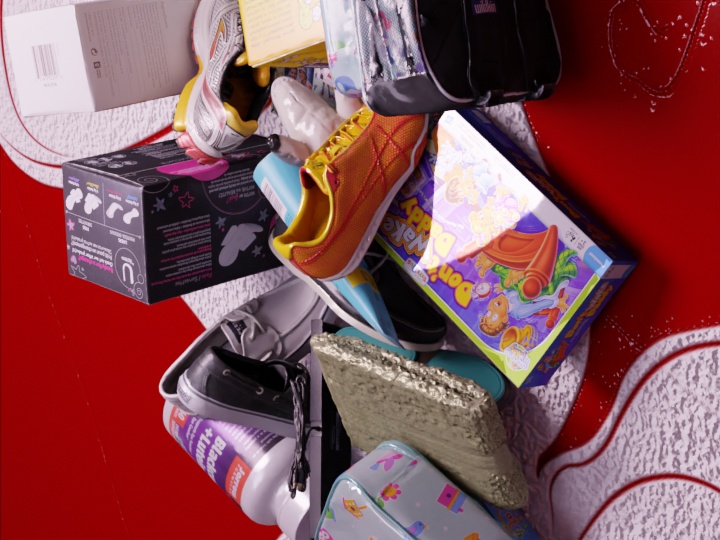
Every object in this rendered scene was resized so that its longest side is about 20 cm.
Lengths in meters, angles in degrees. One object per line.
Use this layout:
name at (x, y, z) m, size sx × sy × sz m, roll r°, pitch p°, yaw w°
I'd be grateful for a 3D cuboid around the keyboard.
keyboard at (-0.038, 0.145, 1.553) m, size 0.021 × 0.127 × 0.201 m, roll -4°, pitch 80°, yaw 21°

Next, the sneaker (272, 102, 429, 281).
sneaker at (-0.003, -0.089, 1.406) m, size 0.073 × 0.077 × 0.200 m, roll 12°, pitch 74°, yaw 53°

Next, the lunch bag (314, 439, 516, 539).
lunch bag at (0.055, 0.247, 1.469) m, size 0.200 × 0.077 × 0.161 m, roll 40°, pitch 148°, yaw 17°

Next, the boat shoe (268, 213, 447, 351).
boat shoe at (0.000, 0.000, 1.527) m, size 0.200 × 0.072 × 0.068 m, roll 40°, pitch 125°, yaw 23°

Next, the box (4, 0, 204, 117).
box at (-0.210, -0.209, 1.597) m, size 0.124 × 0.200 × 0.098 m, roll 2°, pitch 105°, yaw 48°

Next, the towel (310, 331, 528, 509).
towel at (0.049, 0.125, 1.452) m, size 0.200 × 0.036 × 0.149 m, roll 18°, pitch 144°, yaw 39°

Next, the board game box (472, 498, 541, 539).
board game box at (0.090, 0.277, 1.557) m, size 0.151 × 0.037 × 0.200 m, roll 54°, pitch 135°, yaw 19°

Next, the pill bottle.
pill bottle at (-0.094, 0.177, 1.670) m, size 0.200 × 0.111 × 0.112 m, roll 41°, pitch 130°, yaw 32°

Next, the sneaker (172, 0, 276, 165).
sneaker at (-0.105, -0.191, 1.540) m, size 0.082 × 0.078 × 0.201 m, roll -19°, pitch 55°, yaw 43°

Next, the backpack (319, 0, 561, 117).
backpack at (0.058, -0.223, 1.313) m, size 0.150 × 0.177 × 0.201 m, roll -1°, pitch 99°, yaw 42°

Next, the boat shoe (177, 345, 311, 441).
boat shoe at (-0.077, 0.112, 1.575) m, size 0.057 × 0.200 × 0.069 m, roll -57°, pitch 46°, yaw 21°

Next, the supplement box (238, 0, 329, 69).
supplement box at (-0.034, -0.277, 1.420) m, size 0.109 × 0.109 × 0.201 m, roll -13°, pitch 85°, yaw 44°

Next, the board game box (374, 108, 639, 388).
board game box at (0.112, -0.021, 1.394) m, size 0.200 × 0.045 × 0.135 m, roll 46°, pitch 116°, yaw 27°

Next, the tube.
tube at (-0.024, -0.017, 1.478) m, size 0.050 × 0.077 × 0.200 m, roll -36°, pitch 70°, yaw 10°

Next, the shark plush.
shark plush at (-0.002, -0.093, 1.497) m, size 0.200 × 0.091 × 0.083 m, roll 39°, pitch 175°, yaw -15°

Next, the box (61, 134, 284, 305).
box at (-0.160, -0.054, 1.595) m, size 0.132 × 0.200 × 0.115 m, roll 17°, pitch 114°, yaw 44°

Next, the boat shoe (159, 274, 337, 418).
boat shoe at (-0.106, 0.063, 1.612) m, size 0.200 × 0.066 × 0.072 m, roll -35°, pitch 61°, yaw 13°

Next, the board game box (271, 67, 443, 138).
board game box at (-0.001, -0.176, 1.508) m, size 0.200 × 0.029 × 0.135 m, roll 27°, pitch 123°, yaw 40°

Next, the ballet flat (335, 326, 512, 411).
ballet flat at (0.058, 0.102, 1.518) m, size 0.200 × 0.073 × 0.073 m, roll 17°, pitch 115°, yaw 37°
